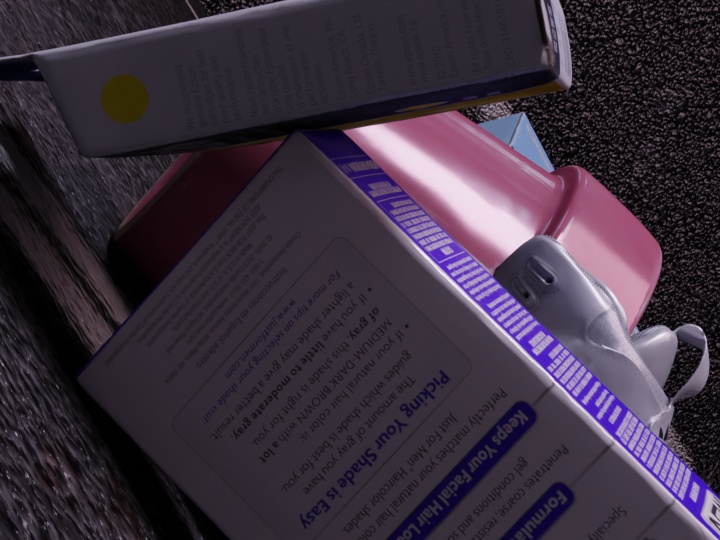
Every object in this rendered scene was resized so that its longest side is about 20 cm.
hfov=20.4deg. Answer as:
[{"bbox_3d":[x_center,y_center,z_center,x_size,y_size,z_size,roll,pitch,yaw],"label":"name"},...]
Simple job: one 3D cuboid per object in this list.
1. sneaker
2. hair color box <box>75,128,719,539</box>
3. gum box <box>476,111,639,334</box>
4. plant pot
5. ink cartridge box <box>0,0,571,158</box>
[{"bbox_3d":[0.025,0.039,0.715,0.199,0.116,0.075,23,-9,19],"label":"sneaker"},{"bbox_3d":[0.022,0.062,0.628,0.200,0.109,0.065,45,12,7],"label":"hair color box"},{"bbox_3d":[0.029,0.021,1.026,0.170,0.199,0.045,58,35,-26],"label":"gum box"},{"bbox_3d":[0.000,0.000,0.862,0.179,0.200,0.200,44,5,-8],"label":"plant pot"},{"bbox_3d":[-0.030,-0.065,0.684,0.198,0.198,0.047,-34,112,-81],"label":"ink cartridge box"}]
